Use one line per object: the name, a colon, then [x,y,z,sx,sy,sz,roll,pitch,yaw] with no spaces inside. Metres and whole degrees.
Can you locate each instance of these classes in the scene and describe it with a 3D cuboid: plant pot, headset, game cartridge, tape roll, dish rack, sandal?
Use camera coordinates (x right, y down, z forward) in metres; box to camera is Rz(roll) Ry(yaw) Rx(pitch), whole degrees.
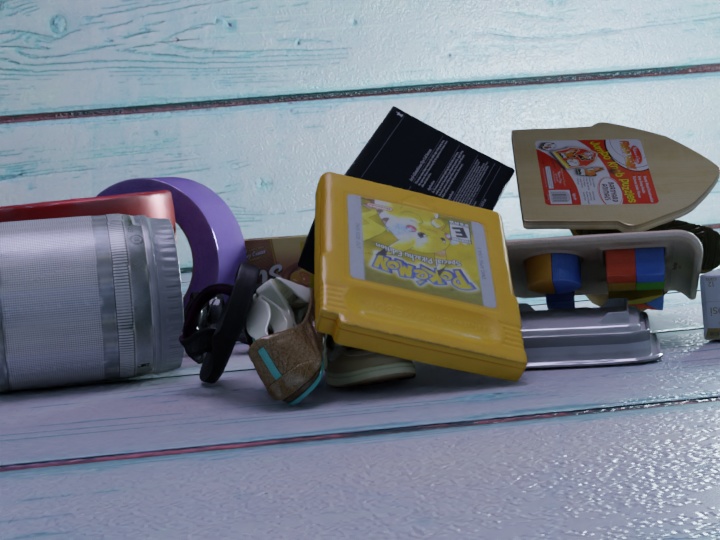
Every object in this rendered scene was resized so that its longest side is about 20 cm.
plant pot: [-0.301,0.008,1.453,0.199,0.184,0.200,-4,3,0]
headset: [-0.141,0.066,1.435,0.123,0.095,0.200,-8,-13,15]
game cartridge: [0.047,0.001,1.115,0.175,0.033,0.200,12,36,-12]
tape roll: [-0.245,-0.013,1.594,0.199,0.201,0.085,-3,3,19]
dish rack: [0.189,0.055,1.216,0.171,0.044,0.200,-4,3,12]
sandal: [-0.126,0.039,1.136,0.048,0.076,0.201,18,-26,-7]

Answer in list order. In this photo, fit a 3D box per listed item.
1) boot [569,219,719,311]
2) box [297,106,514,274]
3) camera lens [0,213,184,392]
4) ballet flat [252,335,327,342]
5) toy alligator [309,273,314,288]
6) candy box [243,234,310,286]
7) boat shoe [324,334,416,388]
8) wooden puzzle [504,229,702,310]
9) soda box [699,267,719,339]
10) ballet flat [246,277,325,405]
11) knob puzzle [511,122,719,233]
boot: [0.272,-0.009,1.405,0.174,0.066,0.200,19,-17,-7]
box: [0.046,-0.053,1.262,0.141,0.079,0.200,30,42,3]
camera lens: [-0.277,0.029,1.264,0.199,0.161,0.160,-5,3,-13]
ballet flat: [-0.023,0.051,1.310,0.067,0.068,0.200,-12,-1,36]
toy alligator: [0.000,0.000,1.320,0.059,0.055,0.200,9,7,19]
candy box: [-0.093,0.016,1.624,0.199,0.116,0.055,-3,3,23]
boat shoe: [-0.001,0.063,1.144,0.073,0.063,0.200,-5,3,-13]
wooden puzzle: [0.228,0.007,1.281,0.199,0.047,0.185,1,-15,12]
soda box: [0.390,0.025,1.285,0.068,0.064,0.200,-3,3,29]
ballet flat: [-0.063,0.047,1.101,0.068,0.072,0.200,-39,11,15]
knob puzzle: [0.253,-0.086,1.297,0.218,0.031,0.220,-2,34,1]
